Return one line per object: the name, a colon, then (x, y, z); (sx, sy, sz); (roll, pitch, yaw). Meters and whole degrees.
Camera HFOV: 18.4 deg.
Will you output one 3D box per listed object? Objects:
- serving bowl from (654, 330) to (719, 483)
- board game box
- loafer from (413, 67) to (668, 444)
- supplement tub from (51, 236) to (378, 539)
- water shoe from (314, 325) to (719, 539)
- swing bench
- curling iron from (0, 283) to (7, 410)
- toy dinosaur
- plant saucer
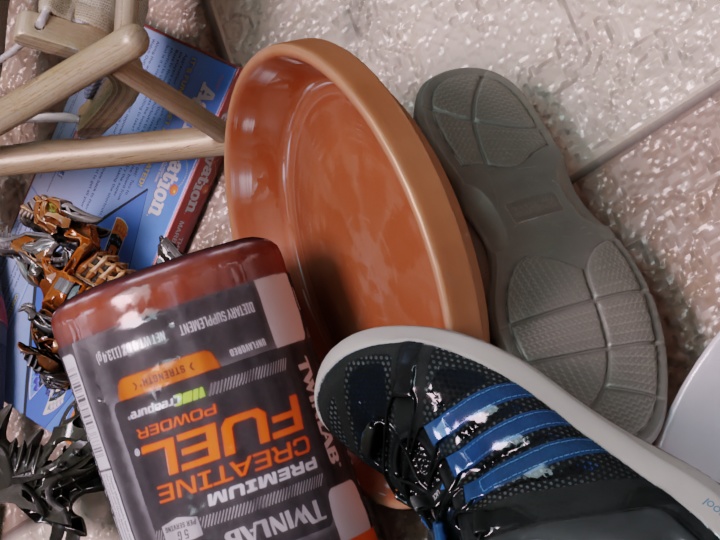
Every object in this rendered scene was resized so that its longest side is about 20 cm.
serving bowl: (0.187, 0.094, 0.798); (0.200, 0.066, 0.201); (-33, 46, 44)
board game box: (-0.128, -0.022, 1.102); (0.103, 0.019, 0.201); (27, 95, 39)
loafer: (0.071, 0.006, 0.923); (0.063, 0.071, 0.201); (105, 150, -51)
supplement tub: (-0.053, 0.094, 0.946); (0.106, 0.107, 0.201); (-20, 88, 30)
water shoe: (0.051, 0.082, 0.801); (0.199, 0.079, 0.072); (23, 133, 31)
swing bench: (-0.144, -0.147, 1.055); (0.199, 0.130, 0.200); (-12, 64, 29)
curling iron: (-0.197, 0.029, 1.108); (0.049, 0.026, 0.201); (-9, 73, -5)
toy dinosaur: (-0.113, 0.060, 1.022); (0.135, 0.102, 0.200); (-37, 56, -6)
plant saucer: (0.000, 0.000, 0.933); (0.200, 0.032, 0.201); (45, 145, 45)
